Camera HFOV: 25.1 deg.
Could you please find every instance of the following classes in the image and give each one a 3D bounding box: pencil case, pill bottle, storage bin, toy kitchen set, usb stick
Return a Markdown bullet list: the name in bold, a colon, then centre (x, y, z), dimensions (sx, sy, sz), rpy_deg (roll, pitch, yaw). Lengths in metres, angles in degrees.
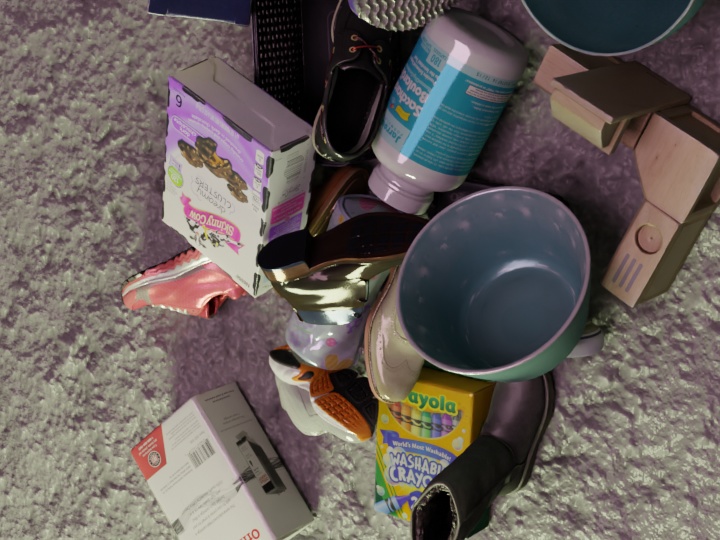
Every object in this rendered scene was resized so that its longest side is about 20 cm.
- **pencil case**: centre (-0.015, 0.014, 1.783), dimensions (0.090, 0.083, 0.201), rpy_deg (33, 122, 19)
- **pill bottle**: centre (0.081, -0.159, 1.651), dimensions (0.111, 0.111, 0.201), rpy_deg (38, 115, 23)
- **storage bin**: centre (-0.036, -0.219, 1.744), dimensions (0.135, 0.094, 0.201), rpy_deg (6, 105, 35)
- **toy kitchen set**: centre (0.221, -0.092, 1.538), dimensions (0.200, 0.163, 0.181), rpy_deg (38, 120, 24)
- **usb stick**: centre (0.127, -0.067, 1.697), dimensions (0.199, 0.033, 0.056), rpy_deg (13, 101, 34)

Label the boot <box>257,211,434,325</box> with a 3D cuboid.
- **boot**: centre (0.000, 0.000, 1.696), dimensions (0.199, 0.075, 0.097), rpy_deg (-7, 132, 21)

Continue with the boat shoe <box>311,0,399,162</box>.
- **boat shoe**: centre (0.002, -0.208, 1.638), dimensions (0.063, 0.073, 0.203), rpy_deg (-164, 89, -74)

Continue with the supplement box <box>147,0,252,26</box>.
- **supplement box**: centre (-0.170, -0.340, 1.737), dimensions (0.108, 0.200, 0.110), rpy_deg (6, 109, -8)

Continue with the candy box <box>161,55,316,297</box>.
- **candy box**: centre (-0.134, -0.100, 1.750), dimensions (0.167, 0.071, 0.201), rpy_deg (37, 137, 30)

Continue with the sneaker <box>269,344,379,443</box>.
- **sneaker**: centre (-0.036, 0.157, 1.831), dimensions (0.200, 0.075, 0.093), rpy_deg (39, 139, 55)

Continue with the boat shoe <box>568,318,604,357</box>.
- **boat shoe**: centre (0.161, 0.043, 1.673), dimensions (0.199, 0.072, 0.062), rpy_deg (13, 109, 37)

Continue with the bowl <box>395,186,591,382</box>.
- **bowl**: centre (0.146, 0.029, 1.590), dimensions (0.200, 0.105, 0.202), rpy_deg (-13, 58, 22)

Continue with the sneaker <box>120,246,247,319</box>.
- **sneaker**: centre (-0.214, 0.025, 1.947), dimensions (0.199, 0.074, 0.087), rpy_deg (-23, 90, 39)

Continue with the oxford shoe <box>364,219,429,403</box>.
- **oxford shoe**: centre (0.054, 0.049, 1.703), dimensions (0.074, 0.070, 0.201), rpy_deg (-151, 68, -63)

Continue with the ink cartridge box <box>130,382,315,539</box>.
- **ink cartridge box**: centre (-0.168, 0.261, 1.960), dimensions (0.147, 0.083, 0.201), rpy_deg (-39, 76, 36)

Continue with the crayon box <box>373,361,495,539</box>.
- **crayon box**: centre (0.081, 0.180, 1.777), dimensions (0.125, 0.051, 0.201), rpy_deg (11, 107, 34)

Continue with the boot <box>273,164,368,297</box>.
- **boot**: centre (-0.085, -0.087, 1.834), dimensions (0.156, 0.076, 0.200), rpy_deg (52, 132, 20)

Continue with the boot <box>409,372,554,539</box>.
- **boot**: centre (0.121, 0.187, 1.654), dimensions (0.072, 0.200, 0.183), rpy_deg (14, 109, 33)

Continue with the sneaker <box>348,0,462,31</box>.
- **sneaker**: centre (0.051, -0.298, 1.606), dimensions (0.099, 0.199, 0.070), rpy_deg (30, 135, 42)

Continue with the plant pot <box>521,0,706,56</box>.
- **plant pot**: centre (0.254, -0.303, 1.482), dimensions (0.199, 0.134, 0.202), rpy_deg (9, 106, 34)
